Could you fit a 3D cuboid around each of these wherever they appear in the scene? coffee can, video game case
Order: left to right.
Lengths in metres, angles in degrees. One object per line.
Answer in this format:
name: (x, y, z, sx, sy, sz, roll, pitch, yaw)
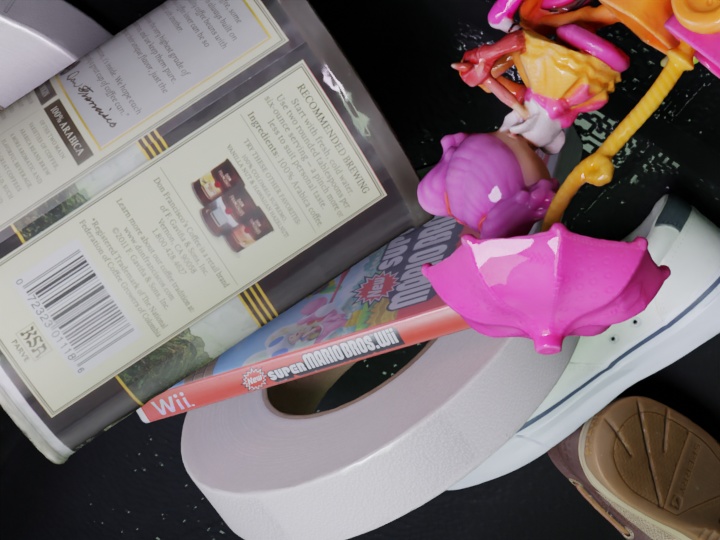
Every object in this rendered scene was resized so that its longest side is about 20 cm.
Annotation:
coffee can: (-0.089, -0.030, 1.086, 0.200, 0.146, 0.147, -33, 116, -2)
video game case: (0.000, 0.000, 1.138, 0.199, 0.143, 0.017, -18, 116, 25)

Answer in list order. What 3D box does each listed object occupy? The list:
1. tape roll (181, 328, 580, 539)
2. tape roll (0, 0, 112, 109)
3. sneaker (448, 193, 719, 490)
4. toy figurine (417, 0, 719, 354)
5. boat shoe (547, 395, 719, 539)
tape roll: (0.010, 0.043, 1.132, 0.202, 0.203, 0.037, -22, 117, 27)
tape roll: (-0.188, -0.052, 1.207, 0.202, 0.037, 0.203, 7, 126, 10)
sneaker: (0.097, 0.031, 1.191, 0.200, 0.073, 0.071, -37, 101, 23)
toy figurine: (0.084, -0.062, 1.004, 0.184, 0.200, 0.150, -55, 137, 1)
boat shoe: (0.174, 0.129, 1.247, 0.200, 0.072, 0.072, 33, 158, -23)
